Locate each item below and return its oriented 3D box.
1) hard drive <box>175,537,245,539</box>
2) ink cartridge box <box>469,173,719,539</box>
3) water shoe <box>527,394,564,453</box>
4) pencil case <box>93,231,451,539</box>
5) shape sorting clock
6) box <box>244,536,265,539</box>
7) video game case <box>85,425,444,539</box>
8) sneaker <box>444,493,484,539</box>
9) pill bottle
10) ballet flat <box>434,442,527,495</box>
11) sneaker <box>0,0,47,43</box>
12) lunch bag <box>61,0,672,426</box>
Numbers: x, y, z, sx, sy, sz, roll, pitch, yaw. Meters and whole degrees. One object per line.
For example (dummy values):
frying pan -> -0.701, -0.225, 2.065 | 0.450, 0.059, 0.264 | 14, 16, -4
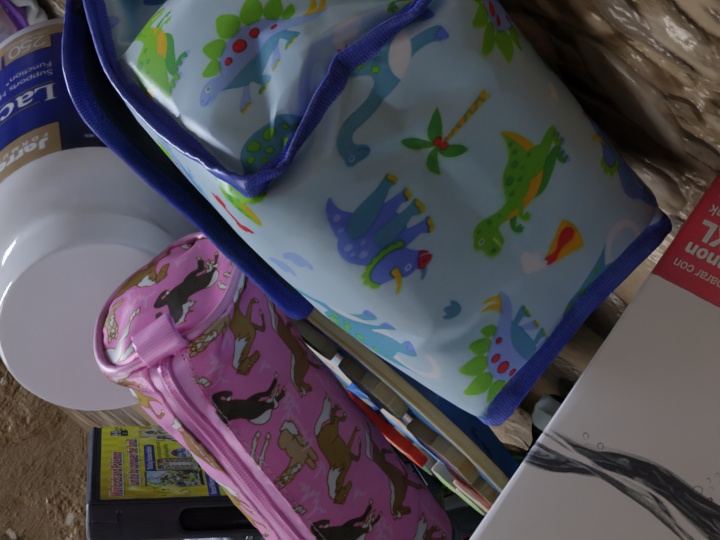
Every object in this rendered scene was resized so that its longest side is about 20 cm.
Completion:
hard drive -> -0.016, 0.211, 1.241 | 0.139, 0.033, 0.200 | 30, -171, -48
ink cartridge box -> 0.116, 0.091, 0.755 | 0.084, 0.200, 0.145 | 30, 166, 28
water shoe -> 0.128, 0.140, 1.200 | 0.071, 0.079, 0.200 | 29, 166, 30
pencil case -> -0.037, 0.074, 0.932 | 0.086, 0.083, 0.200 | 23, 153, 55
shape sorting clock -> 0.003, 0.058, 1.018 | 0.200, 0.039, 0.200 | 36, 171, 7
box -> 0.032, 0.177, 1.258 | 0.199, 0.046, 0.159 | 27, -174, -2
video game case -> -0.058, 0.112, 1.152 | 0.179, 0.026, 0.200 | -1, -173, -7
sneaker -> 0.092, 0.164, 1.087 | 0.199, 0.084, 0.121 | -6, -173, -1
pill bottle -> -0.132, -0.029, 1.023 | 0.116, 0.116, 0.200 | 44, -164, -32
ballet flat -> 0.060, 0.127, 1.286 | 0.075, 0.068, 0.200 | -9, 161, 22
sneaker -> -0.229, -0.142, 1.120 | 0.080, 0.089, 0.200 | 32, 168, 14
lunch bag -> -0.015, -0.059, 0.771 | 0.170, 0.127, 0.200 | 45, 179, -44
